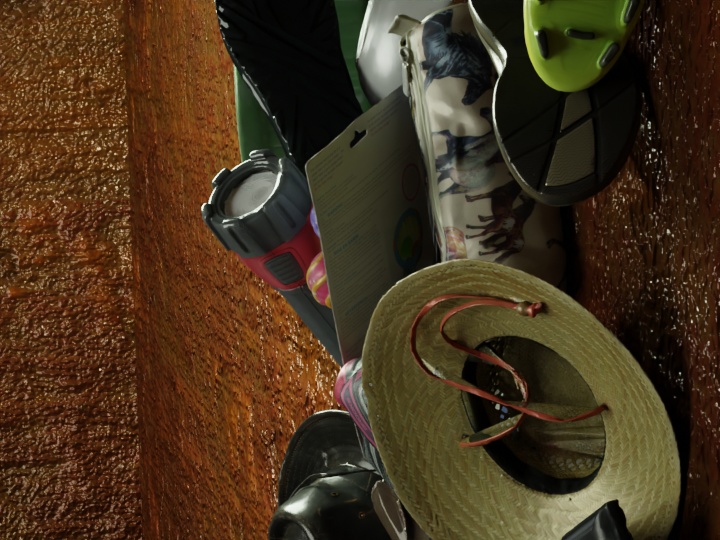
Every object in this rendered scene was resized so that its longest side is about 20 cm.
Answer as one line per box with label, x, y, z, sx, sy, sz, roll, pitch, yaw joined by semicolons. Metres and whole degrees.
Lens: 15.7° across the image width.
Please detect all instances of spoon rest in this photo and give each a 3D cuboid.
spoon rest;0.042;-0.183;1.636;0.099;0.061;0.200;-84;8;-53

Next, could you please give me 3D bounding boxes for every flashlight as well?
flashlight;-0.023;0.011;1.655;0.068;0.068;0.200;21;157;47

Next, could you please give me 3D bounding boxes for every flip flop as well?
flip flop;0.104;-0.101;1.427;0.200;0.081;0.058;-107;0;-50

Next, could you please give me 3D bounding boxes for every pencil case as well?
pencil case;0.070;-0.058;1.547;0.078;0.089;0.200;120;144;-68

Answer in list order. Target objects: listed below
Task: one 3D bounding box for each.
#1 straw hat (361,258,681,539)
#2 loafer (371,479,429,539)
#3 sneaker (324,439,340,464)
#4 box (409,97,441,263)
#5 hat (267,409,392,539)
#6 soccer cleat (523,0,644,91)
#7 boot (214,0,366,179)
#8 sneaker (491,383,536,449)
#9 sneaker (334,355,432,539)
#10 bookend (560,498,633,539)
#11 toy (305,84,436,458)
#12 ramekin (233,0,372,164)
straw hat;0.103;0.069;1.416;0.085;0.201;0.201;-39;-40;-51
loafer;0.048;0.159;1.699;0.073;0.071;0.200;37;-139;-43
sneaker;0.021;0.114;1.826;0.200;0.087;0.075;106;160;-53
box;0.050;-0.055;1.737;0.161;0.049;0.200;-163;72;-76
hat;-0.007;0.194;1.784;0.201;0.081;0.201;19;119;39
soccer cleat;0.116;-0.195;1.377;0.084;0.065;0.200;-141;51;-83
boot;-0.037;-0.102;1.725;0.168;0.076;0.200;85;164;-68
sneaker;0.100;0.152;1.486;0.088;0.075;0.200;134;131;-73
sneaker;0.050;0.121;1.583;0.081;0.075;0.200;-58;-42;-41
bookend;0.062;0.242;1.301;0.092;0.199;0.200;122;131;-70
toy;0.000;0.000;1.594;0.115;0.047;0.200;-43;-52;-47
ramekin;-0.031;-0.151;1.876;0.200;0.098;0.200;-1;-90;-85
